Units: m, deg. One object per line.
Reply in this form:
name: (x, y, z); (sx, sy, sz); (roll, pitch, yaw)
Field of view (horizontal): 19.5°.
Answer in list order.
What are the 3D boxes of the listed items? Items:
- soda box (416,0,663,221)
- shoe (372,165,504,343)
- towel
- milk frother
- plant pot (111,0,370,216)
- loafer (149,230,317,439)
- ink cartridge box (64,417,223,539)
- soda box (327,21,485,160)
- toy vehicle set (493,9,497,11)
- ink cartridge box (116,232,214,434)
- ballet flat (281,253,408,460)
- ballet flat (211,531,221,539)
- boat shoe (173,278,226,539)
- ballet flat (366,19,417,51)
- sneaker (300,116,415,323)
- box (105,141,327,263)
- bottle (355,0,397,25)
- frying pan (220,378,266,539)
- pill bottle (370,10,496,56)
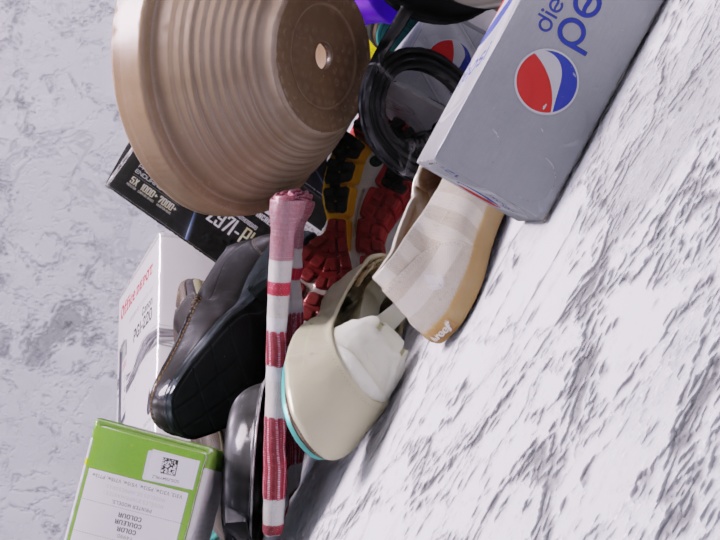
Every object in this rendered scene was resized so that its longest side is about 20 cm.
soda box: (0.107, -0.127, 1.083); (0.200, 0.068, 0.063); (-62, 7, -2)
shoe: (0.054, -0.044, 1.186); (0.070, 0.053, 0.200); (-54, 10, 42)
towel: (-0.045, 0.051, 1.285); (0.144, 0.023, 0.201); (-74, -14, -85)
milk frother: (0.076, -0.162, 1.272); (0.180, 0.200, 0.188); (-31, 12, -15)
plant pot: (-0.059, -0.134, 1.338); (0.093, 0.201, 0.201); (1, 54, 38)
loafer: (-0.093, 0.043, 1.393); (0.200, 0.072, 0.073); (-50, -45, -49)
ink cartridge box: (-0.144, 0.199, 1.288); (0.148, 0.076, 0.201); (84, -159, -83)
soda box: (0.038, -0.116, 1.489); (0.068, 0.063, 0.200); (-63, 7, -17)
toy vehicle set: (0.159, -0.282, 1.494); (0.200, 0.026, 0.124); (-52, 11, 53)
ink cartridge box: (-0.137, 0.089, 1.625); (0.146, 0.085, 0.201); (131, 143, -61)
ballet flat: (-0.001, 0.043, 1.232); (0.070, 0.069, 0.200); (-58, 7, 22)
ballet flat: (-0.085, 0.137, 1.491); (0.200, 0.075, 0.064); (-59, -25, -24)
boat shoe: (-0.081, 0.091, 1.434); (0.075, 0.073, 0.200); (109, 154, -58)
ballet flat: (0.066, -0.243, 1.515); (0.200, 0.068, 0.068); (-48, 24, 26)
sneaker: (0.000, 0.000, 1.405); (0.082, 0.078, 0.200); (64, -135, -65)
box: (-0.076, -0.056, 1.552); (0.086, 0.200, 0.164); (-53, 8, 11)
bottle: (0.056, -0.219, 1.447); (0.200, 0.084, 0.065); (-21, 23, 31)
frying pan: (-0.071, 0.154, 1.273); (0.115, 0.031, 0.190); (90, -175, -53)
pill bottle: (0.037, -0.193, 1.682); (0.109, 0.109, 0.200); (-65, 8, -28)
